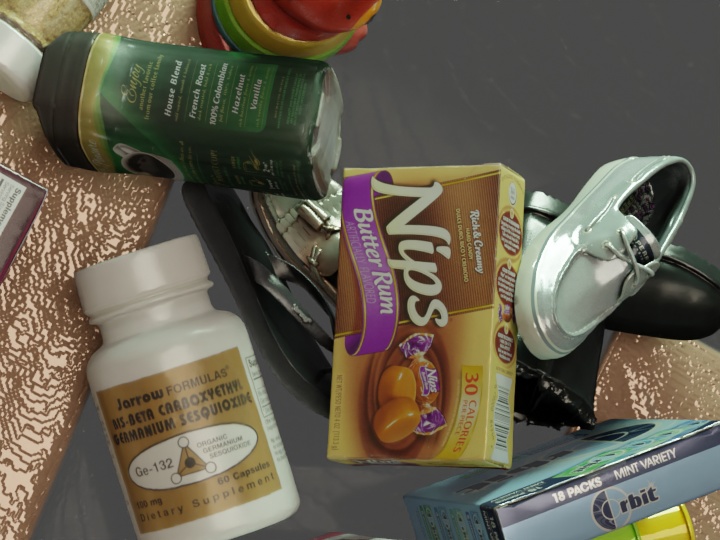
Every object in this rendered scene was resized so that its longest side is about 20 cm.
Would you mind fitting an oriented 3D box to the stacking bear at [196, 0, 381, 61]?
[{"bbox_3d":[-0.040,-0.189,1.631,0.121,0.200,0.114,-41,96,-15],"label":"stacking bear"}]

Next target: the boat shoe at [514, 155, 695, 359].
[{"bbox_3d":[0.171,-0.017,1.645,0.070,0.071,0.201,55,46,-19],"label":"boat shoe"}]

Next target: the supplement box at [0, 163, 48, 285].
[{"bbox_3d":[-0.317,-0.059,1.591,0.200,0.110,0.086,29,78,-12],"label":"supplement box"}]

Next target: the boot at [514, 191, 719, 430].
[{"bbox_3d":[0.163,0.043,1.702,0.198,0.073,0.163,24,50,-6],"label":"boot"}]

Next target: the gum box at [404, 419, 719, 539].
[{"bbox_3d":[0.140,0.149,1.644,0.169,0.200,0.045,-18,91,-16],"label":"gum box"}]

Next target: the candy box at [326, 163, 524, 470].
[{"bbox_3d":[0.045,0.031,1.619,0.116,0.056,0.201,0,81,23],"label":"candy box"}]

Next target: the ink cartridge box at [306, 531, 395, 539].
[{"bbox_3d":[-0.046,0.233,1.594,0.144,0.200,0.085,-16,90,-16],"label":"ink cartridge box"}]

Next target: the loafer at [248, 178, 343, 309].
[{"bbox_3d":[0.000,0.000,1.697,0.072,0.063,0.200,-39,96,-13],"label":"loafer"}]

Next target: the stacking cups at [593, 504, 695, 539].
[{"bbox_3d":[0.138,0.211,1.725,0.199,0.060,0.061,-15,89,-12],"label":"stacking cups"}]

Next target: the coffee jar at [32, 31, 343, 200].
[{"bbox_3d":[-0.116,-0.105,1.621,0.199,0.104,0.086,8,74,9],"label":"coffee jar"}]

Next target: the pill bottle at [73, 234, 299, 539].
[{"bbox_3d":[-0.122,0.084,1.631,0.114,0.114,0.201,-18,90,-16],"label":"pill bottle"}]

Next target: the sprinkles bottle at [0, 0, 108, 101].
[{"bbox_3d":[-0.194,-0.211,1.660,0.068,0.068,0.200,39,77,-9],"label":"sprinkles bottle"}]

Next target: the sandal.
[{"bbox_3d":[-0.057,0.014,1.658,0.043,0.076,0.200,-32,85,16],"label":"sandal"}]
